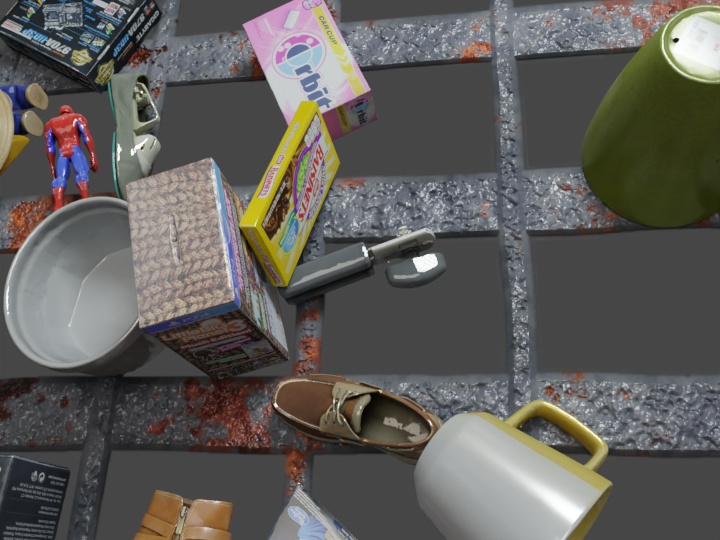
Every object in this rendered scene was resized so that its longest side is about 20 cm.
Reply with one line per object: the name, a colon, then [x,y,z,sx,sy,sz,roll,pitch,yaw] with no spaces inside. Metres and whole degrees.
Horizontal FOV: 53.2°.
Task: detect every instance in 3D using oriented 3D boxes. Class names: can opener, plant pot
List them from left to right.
can opener: [0.000,0.000,0.837,0.196,0.053,0.067,-16,65,3]
plant pot: [0.344,-0.176,0.771,0.183,0.201,0.191,-3,67,8]

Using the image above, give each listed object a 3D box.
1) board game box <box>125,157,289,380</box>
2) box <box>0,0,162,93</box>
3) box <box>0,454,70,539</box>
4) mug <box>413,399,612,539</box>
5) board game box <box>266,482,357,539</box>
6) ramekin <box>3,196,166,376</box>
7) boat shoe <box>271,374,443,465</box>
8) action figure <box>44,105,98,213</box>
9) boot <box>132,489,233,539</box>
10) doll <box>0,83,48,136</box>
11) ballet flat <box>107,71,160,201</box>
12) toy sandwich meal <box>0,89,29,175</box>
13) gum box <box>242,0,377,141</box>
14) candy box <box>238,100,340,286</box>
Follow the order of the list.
board game box: [-0.159,0.008,0.779,0.095,0.201,0.162,-16,65,4]
box: [-0.418,-0.369,1.065,0.198,0.046,0.160,27,74,19]
box: [-0.441,0.296,0.755,0.193,0.118,0.204,1,69,10]
mug: [0.143,0.216,0.698,0.152,0.185,0.151,34,109,29]
board game box: [-0.055,0.351,0.683,0.199,0.062,0.200,41,71,12]
ramekin: [-0.299,0.028,0.840,0.196,0.105,0.204,-5,68,13]
boat shoe: [-0.004,0.149,0.765,0.196,0.072,0.077,10,69,13]
action figure: [-0.390,-0.148,0.968,0.064,0.052,0.203,-16,61,-3]
boot: [-0.229,0.307,0.740,0.196,0.074,0.158,7,69,-1]
doll: [-0.548,-0.237,1.029,0.196,0.048,0.139,4,80,11]
ballet flat: [-0.298,-0.182,0.957,0.062,0.068,0.203,-11,66,-3]
toy sandwich meal: [-0.544,-0.162,0.974,0.201,0.070,0.209,-3,76,11]
gum box: [-0.070,-0.268,0.952,0.112,0.066,0.202,-25,66,-1]
candy box: [-0.076,-0.092,0.835,0.026,0.103,0.202,5,53,21]
